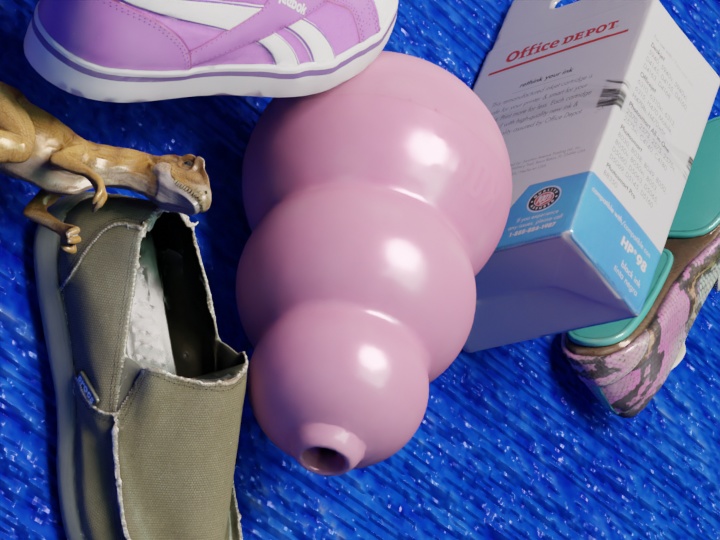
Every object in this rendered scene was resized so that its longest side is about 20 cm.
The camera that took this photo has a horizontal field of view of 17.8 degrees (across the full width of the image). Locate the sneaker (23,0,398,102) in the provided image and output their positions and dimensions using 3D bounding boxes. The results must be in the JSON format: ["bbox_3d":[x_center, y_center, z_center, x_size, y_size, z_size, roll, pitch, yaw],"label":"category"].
[{"bbox_3d":[-0.038,-0.133,0.950,0.073,0.115,0.200,43,34,23],"label":"sneaker"}]

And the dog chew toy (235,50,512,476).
[{"bbox_3d":[0.000,0.000,1.021,0.124,0.124,0.201,40,44,-33],"label":"dog chew toy"}]

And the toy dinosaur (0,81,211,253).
[{"bbox_3d":[-0.158,-0.060,0.933,0.199,0.060,0.107,32,56,-9],"label":"toy dinosaur"}]

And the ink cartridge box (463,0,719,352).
[{"bbox_3d":[0.108,-0.063,1.169,0.067,0.115,0.201,45,51,-29],"label":"ink cartridge box"}]

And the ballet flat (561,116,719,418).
[{"bbox_3d":[0.171,0.001,1.266,0.200,0.069,0.071,-56,137,-35],"label":"ballet flat"}]

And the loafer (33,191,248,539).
[{"bbox_3d":[-0.085,0.061,0.964,0.075,0.069,0.201,-14,90,-47],"label":"loafer"}]
